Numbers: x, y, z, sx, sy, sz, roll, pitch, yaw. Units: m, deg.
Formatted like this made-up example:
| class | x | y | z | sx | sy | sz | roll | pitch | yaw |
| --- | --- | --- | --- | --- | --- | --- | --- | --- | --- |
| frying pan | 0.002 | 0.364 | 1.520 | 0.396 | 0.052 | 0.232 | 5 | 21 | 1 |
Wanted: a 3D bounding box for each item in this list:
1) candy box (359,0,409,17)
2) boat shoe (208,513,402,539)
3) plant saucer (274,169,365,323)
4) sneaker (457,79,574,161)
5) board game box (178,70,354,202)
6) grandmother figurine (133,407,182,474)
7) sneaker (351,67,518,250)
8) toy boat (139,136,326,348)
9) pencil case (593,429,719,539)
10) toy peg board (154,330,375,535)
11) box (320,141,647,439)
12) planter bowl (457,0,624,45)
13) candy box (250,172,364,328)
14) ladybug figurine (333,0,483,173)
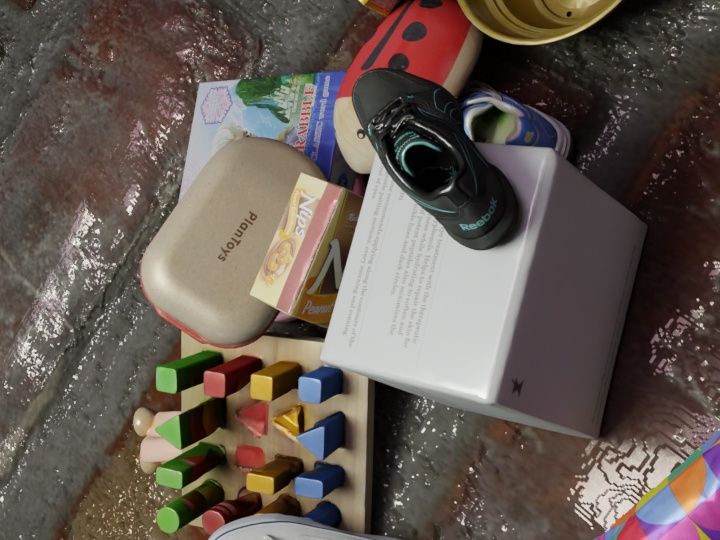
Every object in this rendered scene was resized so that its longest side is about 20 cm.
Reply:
| class | x | y | z | sx | sy | sz | roll | pitch | yaw |
| --- | --- | --- | --- | --- | --- | --- | --- | --- | --- |
| candy box | 0.050 | -0.286 | 1.120 | 0.026 | 0.200 | 0.102 | 39 | 103 | 8 |
| boat shoe | -0.037 | 0.265 | 1.017 | 0.086 | 0.201 | 0.075 | -120 | 42 | -79 |
| plant saucer | -0.069 | -0.042 | 1.220 | 0.200 | 0.051 | 0.202 | -11 | 71 | 34 |
| sneaker | 0.105 | -0.146 | 1.109 | 0.199 | 0.077 | 0.076 | 23 | 92 | 40 |
| board game box | -0.096 | -0.096 | 1.197 | 0.199 | 0.041 | 0.201 | 1 | 78 | 36 |
| grandmother figurine | -0.143 | 0.175 | 1.204 | 0.199 | 0.060 | 0.122 | -10 | 98 | 35 |
| sneaker | 0.046 | -0.101 | 0.892 | 0.075 | 0.079 | 0.200 | -47 | 51 | 11 |
| toy boat | -0.111 | -0.022 | 1.094 | 0.130 | 0.131 | 0.200 | 34 | 75 | -1 |
| pencil case | 0.265 | 0.184 | 0.899 | 0.200 | 0.088 | 0.089 | -46 | 55 | 18 |
| toy peg board | -0.097 | 0.165 | 1.089 | 0.198 | 0.098 | 0.201 | 6 | 101 | 24 |
| box | 0.108 | 0.016 | 0.983 | 0.171 | 0.200 | 0.200 | 10 | 81 | 38 |
| planter bowl | 0.190 | -0.285 | 1.083 | 0.199 | 0.083 | 0.202 | -10 | 70 | 31 |
| candy box | 0.000 | 0.000 | 1.064 | 0.055 | 0.200 | 0.116 | 22 | 89 | 38 |
| ladybug figurine | 0.039 | -0.183 | 1.101 | 0.135 | 0.072 | 0.201 | 4 | 57 | 54 |
